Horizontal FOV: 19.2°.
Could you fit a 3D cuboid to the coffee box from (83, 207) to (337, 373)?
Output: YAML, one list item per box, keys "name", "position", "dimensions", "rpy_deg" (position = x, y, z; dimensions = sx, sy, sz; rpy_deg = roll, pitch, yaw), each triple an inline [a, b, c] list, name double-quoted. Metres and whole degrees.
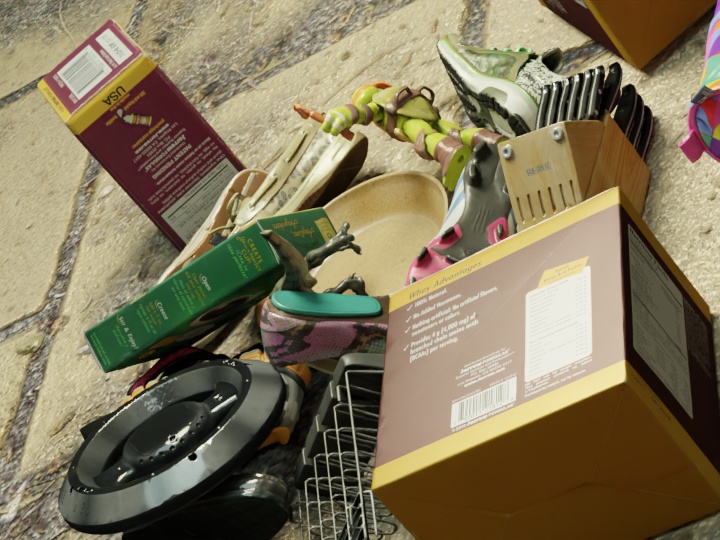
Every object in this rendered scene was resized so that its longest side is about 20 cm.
- name: "coffee box"
  position: [-0.122, 0.016, 1.786]
  dimensions: [0.200, 0.044, 0.123]
  rpy_deg: [-32, -8, 27]

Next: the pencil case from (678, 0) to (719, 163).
- name: "pencil case"
  position: [0.302, -0.169, 1.648]
  dimensions: [0.088, 0.088, 0.200]
  rpy_deg: [-16, 37, 36]

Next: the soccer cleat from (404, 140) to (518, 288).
- name: "soccer cleat"
  position: [0.089, -0.011, 1.650]
  dimensions: [0.070, 0.086, 0.200]
  rpy_deg: [15, 50, 16]

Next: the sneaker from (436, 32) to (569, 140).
- name: "sneaker"
  position: [0.135, -0.166, 1.859]
  dimensions: [0.089, 0.077, 0.200]
  rpy_deg: [-30, 34, -8]

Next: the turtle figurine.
- name: "turtle figurine"
  position: [0.051, -0.126, 1.834]
  dimensions: [0.161, 0.200, 0.064]
  rpy_deg: [30, 106, 34]

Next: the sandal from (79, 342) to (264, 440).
- name: "sandal"
  position: [-0.169, 0.096, 1.839]
  dimensions: [0.200, 0.045, 0.075]
  rpy_deg: [-24, -6, 30]

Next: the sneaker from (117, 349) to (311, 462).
- name: "sneaker"
  position: [-0.132, 0.130, 1.756]
  dimensions: [0.200, 0.078, 0.077]
  rpy_deg: [-26, 41, 25]

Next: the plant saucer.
- name: "plant saucer"
  position: [0.000, 0.000, 1.812]
  dimensions: [0.200, 0.035, 0.200]
  rpy_deg: [-29, 32, 21]

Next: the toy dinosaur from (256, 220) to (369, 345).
- name: "toy dinosaur"
  position: [-0.039, 0.009, 1.702]
  dimensions: [0.088, 0.200, 0.047]
  rpy_deg: [-24, 66, -16]

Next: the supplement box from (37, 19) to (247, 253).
- name: "supplement box"
  position: [-0.197, -0.123, 2.031]
  dimensions: [0.103, 0.200, 0.131]
  rpy_deg: [-41, 30, -2]

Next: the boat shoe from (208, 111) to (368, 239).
- name: "boat shoe"
  position: [-0.074, -0.059, 1.908]
  dimensions: [0.063, 0.073, 0.200]
  rpy_deg: [35, 65, 17]

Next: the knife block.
- name: "knife block"
  position: [0.187, -0.063, 1.675]
  dimensions: [0.064, 0.175, 0.200]
  rpy_deg: [-18, 82, 35]

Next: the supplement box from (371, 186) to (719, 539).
- name: "supplement box"
  position: [0.128, 0.085, 1.460]
  dimensions: [0.197, 0.133, 0.200]
  rpy_deg: [-26, 33, 25]

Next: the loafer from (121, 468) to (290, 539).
- name: "loafer"
  position: [-0.116, 0.174, 1.647]
  dimensions: [0.200, 0.073, 0.072]
  rpy_deg: [-18, 45, 50]

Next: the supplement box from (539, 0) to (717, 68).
- name: "supplement box"
  position: [0.195, -0.311, 1.822]
  dimensions: [0.133, 0.197, 0.200]
  rpy_deg: [-41, 31, -1]

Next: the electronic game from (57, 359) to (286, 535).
- name: "electronic game"
  position: [-0.146, 0.134, 1.647]
  dimensions: [0.200, 0.042, 0.200]
  rpy_deg: [-26, 22, 11]

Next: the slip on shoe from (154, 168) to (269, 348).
- name: "slip on shoe"
  position: [-0.134, -0.001, 1.947]
  dimensions: [0.061, 0.076, 0.200]
  rpy_deg: [107, -171, -69]

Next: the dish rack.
- name: "dish rack"
  position: [-0.006, 0.169, 1.518]
  dimensions: [0.200, 0.054, 0.154]
  rpy_deg: [-96, 20, -47]

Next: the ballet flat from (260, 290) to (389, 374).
- name: "ballet flat"
  position: [0.021, 0.050, 1.666]
  dimensions: [0.200, 0.071, 0.069]
  rpy_deg: [-2, 25, -9]
